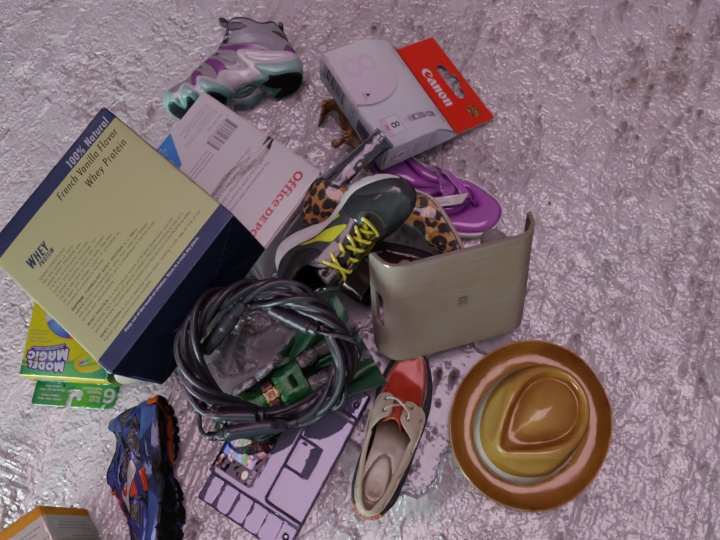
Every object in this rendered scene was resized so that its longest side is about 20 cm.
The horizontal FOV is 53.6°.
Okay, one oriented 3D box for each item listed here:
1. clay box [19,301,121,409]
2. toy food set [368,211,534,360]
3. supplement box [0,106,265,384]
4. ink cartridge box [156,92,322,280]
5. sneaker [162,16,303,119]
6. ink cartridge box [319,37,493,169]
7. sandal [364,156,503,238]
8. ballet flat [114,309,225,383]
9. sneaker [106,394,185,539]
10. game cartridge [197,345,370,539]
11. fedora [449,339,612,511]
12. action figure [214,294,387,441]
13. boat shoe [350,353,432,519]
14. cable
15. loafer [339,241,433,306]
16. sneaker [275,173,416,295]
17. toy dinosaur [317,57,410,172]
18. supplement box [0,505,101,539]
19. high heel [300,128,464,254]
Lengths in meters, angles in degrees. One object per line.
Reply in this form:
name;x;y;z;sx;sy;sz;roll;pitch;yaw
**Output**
clay box;-0.345;0.063;0.883;0.111;0.048;0.206;2;71;4
toy food set;0.106;0.016;0.820;0.194;0.146;0.061;-14;42;-11
supplement box;-0.250;-0.022;0.786;0.198;0.134;0.202;37;84;14
ink cartridge box;-0.161;-0.105;0.911;0.198;0.084;0.146;34;77;14
sneaker;-0.187;-0.292;0.986;0.195;0.078;0.143;-17;70;-13
ink cartridge box;0.066;-0.240;0.937;0.197;0.057;0.165;-27;72;-20
sandal;0.089;-0.105;0.918;0.199;0.050;0.084;27;74;13
ballet flat;-0.215;0.066;0.862;0.069;0.070;0.201;36;77;13
sneaker;-0.248;0.250;0.812;0.076;0.076;0.205;-12;63;7
game cartridge;-0.089;0.205;0.833;0.127;0.038;0.203;28;75;7
fedora;0.197;0.169;0.805;0.194;0.082;0.207;-1;71;3
action figure;-0.080;0.131;0.816;0.197;0.055;0.120;-33;76;-5
boat shoe;0.037;0.183;0.819;0.069;0.063;0.205;17;72;10
cable;-0.096;0.090;0.760;0.194;0.051;0.168;-10;87;1
loafer;0.000;0.000;0.866;0.194;0.074;0.072;9;49;5
sneaker;-0.015;-0.025;0.785;0.198;0.074;0.086;-36;34;26
toy dinosaur;-0.002;-0.211;0.966;0.103;0.061;0.205;14;60;-5
supplement box;-0.296;0.355;0.742;0.073;0.127;0.202;-32;72;-10
high heel;0.028;-0.046;0.850;0.142;0.071;0.201;-40;93;2
